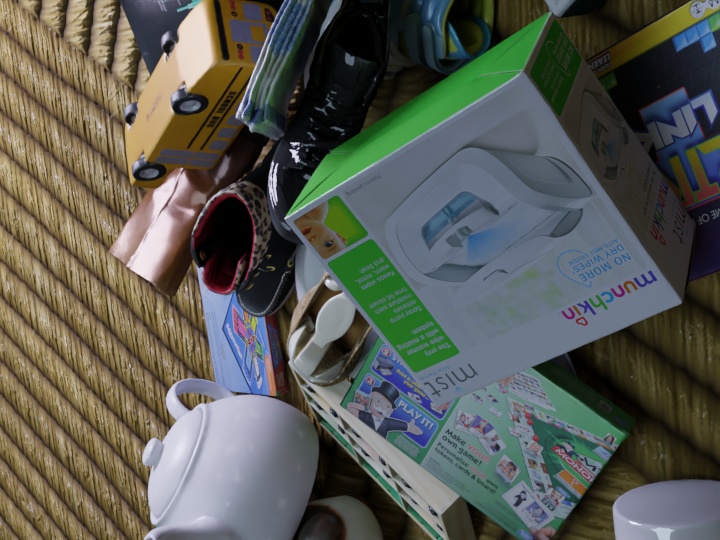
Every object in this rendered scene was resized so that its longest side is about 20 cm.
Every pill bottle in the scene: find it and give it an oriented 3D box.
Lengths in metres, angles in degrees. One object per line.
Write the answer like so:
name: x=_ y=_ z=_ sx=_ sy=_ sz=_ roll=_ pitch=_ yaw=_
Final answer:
pill bottle: x=0.236 y=0.259 z=0.818 sx=0.112 sy=0.112 sz=0.204 roll=-2 pitch=100 yaw=45

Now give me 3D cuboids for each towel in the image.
towel: x=-0.034 y=-0.189 z=0.840 sx=0.024 sy=0.147 sz=0.203 roll=24 pitch=92 yaw=1

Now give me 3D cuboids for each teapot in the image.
teapot: x=-0.138 y=0.195 z=1.104 sx=0.200 sy=0.144 sz=0.200 roll=-30 pitch=37 yaw=66

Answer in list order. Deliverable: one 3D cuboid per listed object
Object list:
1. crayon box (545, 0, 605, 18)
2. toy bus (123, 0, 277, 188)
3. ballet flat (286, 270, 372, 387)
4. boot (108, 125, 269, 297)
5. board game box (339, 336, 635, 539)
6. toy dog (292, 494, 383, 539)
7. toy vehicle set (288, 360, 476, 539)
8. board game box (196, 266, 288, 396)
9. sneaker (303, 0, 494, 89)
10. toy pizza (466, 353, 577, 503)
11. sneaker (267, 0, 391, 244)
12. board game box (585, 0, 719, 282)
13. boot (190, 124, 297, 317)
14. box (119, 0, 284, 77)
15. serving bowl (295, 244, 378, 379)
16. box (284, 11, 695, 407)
crayon box: x=0.172 y=-0.284 z=0.774 sx=0.200 sy=0.050 sz=0.128 roll=-45 pitch=69 yaw=43
toy bus: x=-0.137 y=-0.142 z=0.969 sx=0.200 sy=0.077 sz=0.066 roll=-44 pitch=52 yaw=52
ballet flat: x=-0.025 y=0.044 z=0.914 sx=0.070 sy=0.065 sz=0.201 roll=35 pitch=139 yaw=7
boot: x=-0.174 y=-0.095 z=1.105 sx=0.188 sy=0.068 sz=0.202 roll=36 pitch=97 yaw=39
board game box: x=0.094 y=0.110 z=0.902 sx=0.199 sy=0.029 sz=0.136 roll=36 pitch=119 yaw=11
toy dog: x=-0.010 y=0.310 z=1.071 sx=0.192 sy=0.139 sz=0.203 roll=-27 pitch=82 yaw=33
toy vehicle set: x=0.020 y=0.161 z=1.024 sx=0.200 sy=0.026 sz=0.125 roll=41 pitch=164 yaw=31
board game box: x=-0.127 y=0.025 z=1.191 sx=0.102 sy=0.019 sz=0.204 roll=0 pitch=101 yaw=47
sneaker: x=0.032 y=-0.176 z=0.928 sx=0.131 sy=0.079 sz=0.201 roll=49 pitch=132 yaw=26
toy pizza: x=0.107 y=0.103 z=0.964 sx=0.198 sy=0.031 sz=0.204 roll=17 pitch=114 yaw=42
sneaker: x=-0.018 y=-0.127 z=0.847 sx=0.104 sy=0.059 sz=0.203 roll=118 pitch=169 yaw=-66
board game box: x=0.222 y=-0.083 z=0.776 sx=0.199 sy=0.056 sz=0.168 roll=-27 pitch=81 yaw=46
boot: x=-0.098 y=-0.021 z=1.046 sx=0.072 sy=0.151 sz=0.202 roll=28 pitch=122 yaw=8
box: x=-0.096 y=-0.267 z=0.982 sx=0.199 sy=0.147 sz=0.126 roll=-36 pitch=74 yaw=44
serving bowl: x=0.000 y=0.000 z=0.990 sx=0.199 sy=0.065 sz=0.204 roll=5 pitch=96 yaw=54
box: x=0.085 y=-0.032 z=0.757 sx=0.198 sy=0.097 sz=0.177 roll=-27 pitch=110 yaw=34
